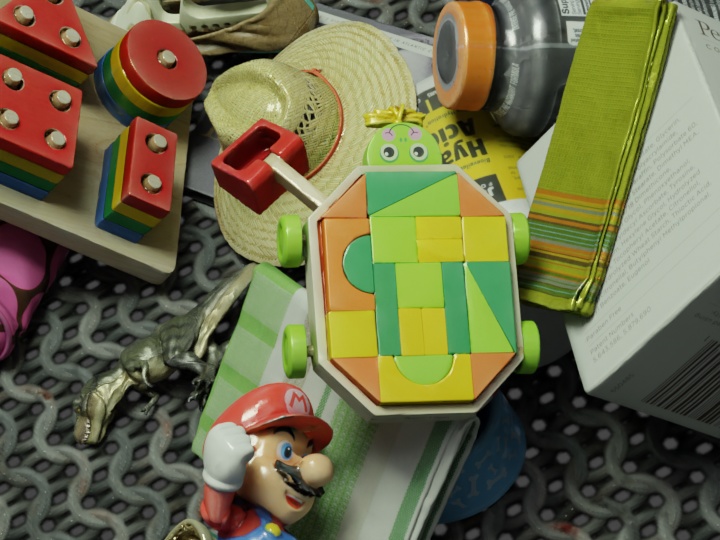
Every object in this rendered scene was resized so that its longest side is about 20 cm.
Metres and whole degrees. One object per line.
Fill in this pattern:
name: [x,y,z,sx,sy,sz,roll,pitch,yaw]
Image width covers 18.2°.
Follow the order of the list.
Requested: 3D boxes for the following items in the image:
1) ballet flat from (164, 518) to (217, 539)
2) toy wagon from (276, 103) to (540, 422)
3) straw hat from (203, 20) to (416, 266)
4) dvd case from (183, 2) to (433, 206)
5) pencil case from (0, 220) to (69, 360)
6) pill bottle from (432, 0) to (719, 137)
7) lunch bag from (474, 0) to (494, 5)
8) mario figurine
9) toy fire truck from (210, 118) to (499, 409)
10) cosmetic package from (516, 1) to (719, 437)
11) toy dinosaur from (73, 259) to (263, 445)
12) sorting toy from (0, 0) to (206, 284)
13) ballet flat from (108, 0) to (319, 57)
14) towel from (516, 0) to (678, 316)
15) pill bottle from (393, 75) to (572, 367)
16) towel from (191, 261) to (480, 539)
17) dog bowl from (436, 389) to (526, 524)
ballet flat: [-0.156,0.232,1.395,0.069,0.070,0.200,31,65,32]
toy wagon: [0.028,-0.009,1.360,0.155,0.040,0.201,-1,76,-12]
straw hat: [-0.060,-0.104,1.555,0.201,0.085,0.202,-23,55,36]
dvd case: [-0.038,-0.116,1.677,0.148,0.016,0.200,20,59,28]
pencil case: [-0.254,-0.035,1.616,0.090,0.094,0.200,7,55,19]
pill bottle: [0.151,-0.140,1.489,0.199,0.106,0.106,0,48,-15]
lunch bag: [0.175,-0.226,1.634,0.199,0.136,0.133,10,53,21]
mario figurine: [-0.050,0.163,1.367,0.106,0.124,0.201,6,67,-2]
toy fire truck: [0.000,0.000,1.428,0.049,0.141,0.200,-43,54,-20]
cosmetic package: [0.226,-0.025,1.403,0.165,0.164,0.200,-46,41,34]
toy dinosaur: [-0.110,0.055,1.542,0.200,0.048,0.088,-39,47,-22]
sorting toy: [-0.200,-0.120,1.589,0.070,0.200,0.199,-39,37,43]
ballet flat: [-0.132,-0.192,1.712,0.199,0.072,0.068,-7,47,17]
towel: [0.139,-0.073,1.388,0.086,0.018,0.201,11,83,57]
pill bottle: [0.087,-0.032,1.517,0.111,0.111,0.200,-19,50,-1]
towel: [-0.018,0.103,1.436,0.200,0.150,0.031,36,23,35]
dog bowl: [0.027,0.077,1.484,0.111,0.050,0.200,-31,52,-11]
